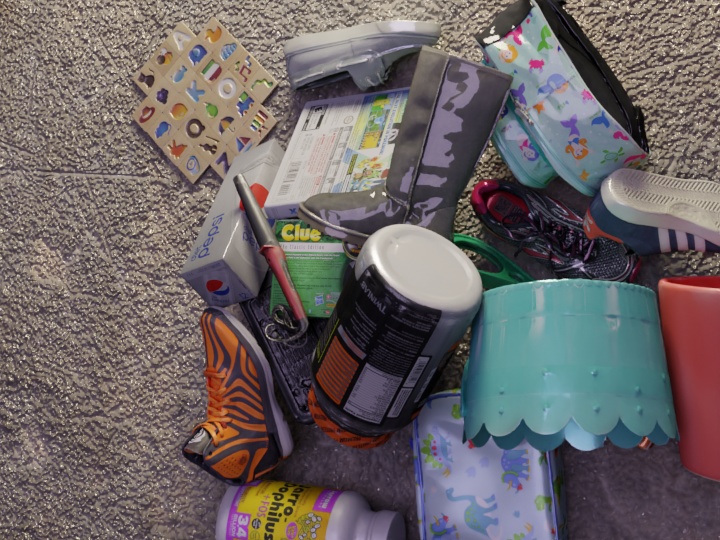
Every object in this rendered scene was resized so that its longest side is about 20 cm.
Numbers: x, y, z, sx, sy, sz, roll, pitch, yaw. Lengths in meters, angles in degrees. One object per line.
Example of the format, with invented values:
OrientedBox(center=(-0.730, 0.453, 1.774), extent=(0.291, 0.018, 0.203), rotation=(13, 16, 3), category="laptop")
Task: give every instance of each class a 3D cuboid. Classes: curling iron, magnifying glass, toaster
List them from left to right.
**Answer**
OrientedBox(center=(-0.100, -0.012, 1.147), extent=(0.049, 0.026, 0.203), rotation=(-23, 75, 13), category="curling iron")
OrientedBox(center=(-0.013, 0.064, 1.205), extent=(0.179, 0.118, 0.202), rotation=(-33, 73, 15), category="toaster")
OrientedBox(center=(0.173, 0.016, 1.173), extent=(0.198, 0.080, 0.023), rotation=(27, 117, 11), category="magnifying glass")

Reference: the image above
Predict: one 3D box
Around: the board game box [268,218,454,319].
OrientedBox(center=(0.000, 0.000, 1.133), extent=(0.196, 0.023, 0.107), rotation=(2, 85, 21), category="board game box")

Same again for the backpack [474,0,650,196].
OrientedBox(center=(0.204, -0.167, 1.120), extent=(0.150, 0.177, 0.201), rotation=(-43, 76, 18), category="backpack")

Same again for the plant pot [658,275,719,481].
OrientedBox(center=(0.378, 0.101, 1.027), extent=(0.197, 0.200, 0.181), rotation=(4, 95, 21), category="plant pot")

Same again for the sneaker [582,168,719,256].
OrientedBox(center=(0.315, -0.044, 1.101), extent=(0.197, 0.085, 0.076), rotation=(15, 53, -16), category="sneaker")

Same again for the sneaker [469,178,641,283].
OrientedBox(center=(0.203, -0.035, 1.160), extent=(0.198, 0.075, 0.082), rotation=(26, 93, 20), category="sneaker")

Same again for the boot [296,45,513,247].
OrientedBox(center=(0.041, -0.119, 1.068), extent=(0.179, 0.073, 0.204), rotation=(15, 105, 9), category="boot")

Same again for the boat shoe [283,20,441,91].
OrientedBox(center=(0.003, -0.246, 1.269), extent=(0.197, 0.070, 0.073), rotation=(-5, 92, 24), category="boat shoe")

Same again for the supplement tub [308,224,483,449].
OrientedBox(center=(0.026, 0.068, 1.033), extent=(0.122, 0.122, 0.202), rotation=(41, 129, 20), category="supplement tub")

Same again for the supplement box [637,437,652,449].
OrientedBox(center=(0.229, 0.108, 1.138), extent=(0.198, 0.066, 0.070), rotation=(29, 94, 20), category="supplement box")

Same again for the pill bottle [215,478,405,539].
OrientedBox(center=(-0.053, 0.292, 1.203), extent=(0.196, 0.104, 0.106), rotation=(3, 85, 20), category="pill bottle")

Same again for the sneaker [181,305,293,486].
OrientedBox(center=(-0.150, 0.147, 1.181), extent=(0.077, 0.111, 0.203), rotation=(3, 120, 54), category="sneaker")

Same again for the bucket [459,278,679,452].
OrientedBox(center=(0.191, 0.093, 1.015), extent=(0.203, 0.207, 0.137), rotation=(-4, 75, 20), category="bucket")

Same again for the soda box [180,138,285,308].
OrientedBox(center=(-0.130, -0.054, 1.228), extent=(0.067, 0.064, 0.202), rotation=(-17, 38, 33), category="soda box")

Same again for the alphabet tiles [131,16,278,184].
OrientedBox(center=(-0.197, -0.214, 1.368), extent=(0.167, 0.006, 0.200), rotation=(-47, 71, 10), category="alphabet tiles")

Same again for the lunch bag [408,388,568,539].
OrientedBox(center=(0.135, 0.224, 1.151), extent=(0.158, 0.082, 0.204), rotation=(-8, 82, 19), category="lunch bag")

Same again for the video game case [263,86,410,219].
OrientedBox(center=(0.000, -0.136, 1.210), extent=(0.179, 0.022, 0.202), rotation=(-5, 41, 20), category="video game case")
